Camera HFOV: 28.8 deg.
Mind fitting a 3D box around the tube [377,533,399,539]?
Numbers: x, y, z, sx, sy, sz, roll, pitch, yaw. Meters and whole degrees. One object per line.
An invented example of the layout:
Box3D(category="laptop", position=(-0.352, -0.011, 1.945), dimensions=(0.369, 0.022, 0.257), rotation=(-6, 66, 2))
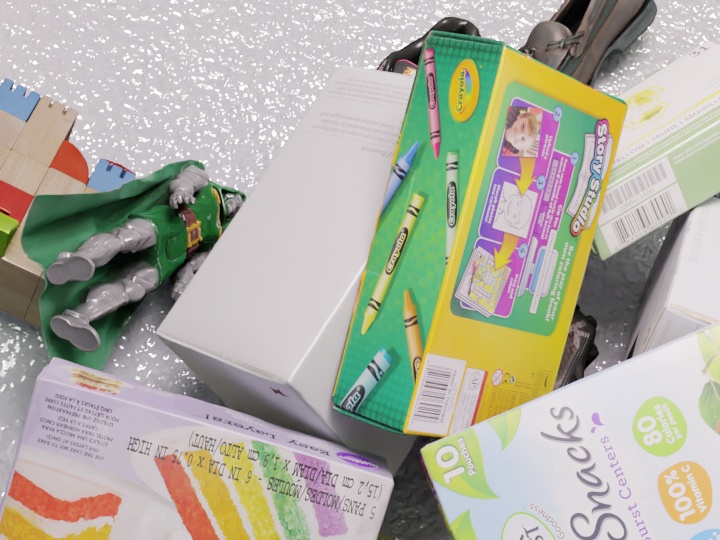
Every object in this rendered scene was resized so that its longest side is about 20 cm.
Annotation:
Box3D(category="tube", position=(-0.010, 0.172, 0.800), dimensions=(0.197, 0.053, 0.058), rotation=(15, 16, 8))

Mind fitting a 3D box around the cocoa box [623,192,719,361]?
Box3D(category="cocoa box", position=(0.235, 0.038, 0.834), dimensions=(0.130, 0.134, 0.201), rotation=(22, 39, 8))

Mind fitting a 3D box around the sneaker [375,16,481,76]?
Box3D(category="sneaker", position=(0.015, -0.099, 0.931), dimensions=(0.080, 0.087, 0.201), rotation=(30, 60, 8))

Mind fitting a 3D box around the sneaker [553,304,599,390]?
Box3D(category="sneaker", position=(0.097, 0.029, 0.887), dimensions=(0.097, 0.071, 0.202), rotation=(12, 46, -25))

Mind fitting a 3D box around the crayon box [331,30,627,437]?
Box3D(category="crayon box", position=(0.066, -0.011, 0.747), dimensions=(0.118, 0.058, 0.203), rotation=(14, 92, -47))

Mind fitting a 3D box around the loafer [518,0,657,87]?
Box3D(category="loafer", position=(0.139, -0.160, 0.991), dimensions=(0.200, 0.071, 0.063), rotation=(-46, 120, -35))

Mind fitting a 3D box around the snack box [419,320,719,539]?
Box3D(category="snack box", position=(0.145, 0.117, 0.684), dimensions=(0.198, 0.053, 0.144), rotation=(-22, 78, -2))

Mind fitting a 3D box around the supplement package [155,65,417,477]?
Box3D(category="supplement package", position=(0.000, 0.000, 0.810), dimensions=(0.116, 0.117, 0.201), rotation=(16, 65, 41))

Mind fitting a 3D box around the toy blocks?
Box3D(category="toy blocks", position=(-0.222, -0.055, 0.863), dimensions=(0.198, 0.100, 0.138), rotation=(26, 50, -9))

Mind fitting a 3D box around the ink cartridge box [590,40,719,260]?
Box3D(category="ink cartridge box", position=(0.168, -0.090, 0.883), dimensions=(0.144, 0.048, 0.200), rotation=(-31, 25, -1))

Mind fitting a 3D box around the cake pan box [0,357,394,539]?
Box3D(category="cake pan box", position=(-0.094, 0.164, 0.724), dimensions=(0.198, 0.052, 0.186), rotation=(18, 96, -7))

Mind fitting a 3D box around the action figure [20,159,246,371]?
Box3D(category="action figure", position=(-0.122, -0.016, 0.839), dimensions=(0.054, 0.120, 0.200), rotation=(9, 24, 19))
